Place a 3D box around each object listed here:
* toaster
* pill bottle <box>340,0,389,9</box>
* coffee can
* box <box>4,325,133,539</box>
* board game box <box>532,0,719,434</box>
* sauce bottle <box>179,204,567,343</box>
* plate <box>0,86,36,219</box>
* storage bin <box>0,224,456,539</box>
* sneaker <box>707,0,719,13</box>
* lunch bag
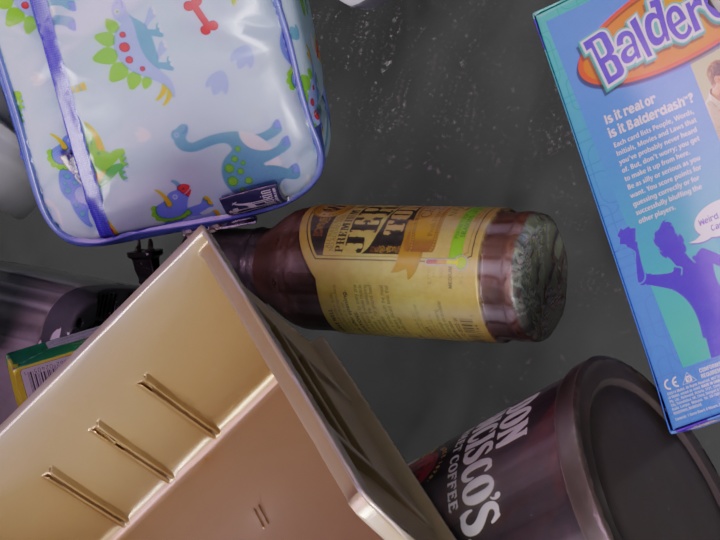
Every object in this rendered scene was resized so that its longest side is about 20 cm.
[{"bbox_3d":[-0.178,0.072,0.907,0.128,0.113,0.203,12,96,32],"label":"toaster"},{"bbox_3d":[0.060,-0.207,0.774,0.199,0.106,0.107,-24,78,27],"label":"pill bottle"},{"bbox_3d":[0.056,0.148,0.748,0.199,0.146,0.148,-32,74,26],"label":"coffee can"},{"bbox_3d":[-0.092,0.123,0.836,0.116,0.048,0.202,-16,100,-14],"label":"box"},{"bbox_3d":[0.176,-0.049,0.739,0.151,0.045,0.202,-22,79,28],"label":"board game box"},{"bbox_3d":[0.000,0.000,0.830,0.198,0.065,0.066,1,90,29],"label":"sauce bottle"},{"bbox_3d":[-0.199,-0.137,0.891,0.032,0.200,0.203,-8,85,2],"label":"plate"},{"bbox_3d":[-0.076,0.125,0.695,0.200,0.094,0.199,-43,40,6],"label":"storage bin"},{"bbox_3d":[0.232,-0.121,0.646,0.197,0.093,0.071,8,81,7],"label":"sneaker"},{"bbox_3d":[-0.105,-0.117,0.835,0.159,0.083,0.202,-9,108,9],"label":"lunch bag"}]
